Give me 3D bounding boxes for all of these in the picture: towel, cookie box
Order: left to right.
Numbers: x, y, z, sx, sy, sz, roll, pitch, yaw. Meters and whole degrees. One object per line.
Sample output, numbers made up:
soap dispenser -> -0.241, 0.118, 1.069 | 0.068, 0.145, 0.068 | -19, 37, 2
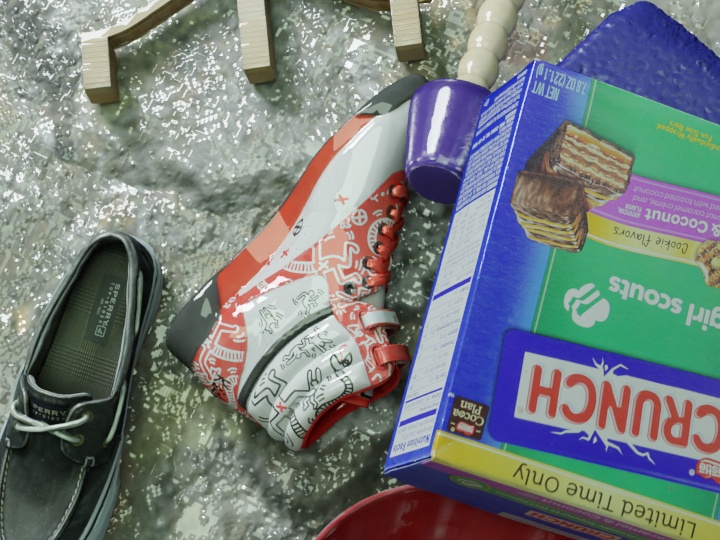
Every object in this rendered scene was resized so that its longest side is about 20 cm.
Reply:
cookie box -> 0.123, 0.025, 0.898 | 0.171, 0.075, 0.201 | 19, 74, -11
towel -> 0.169, -0.034, 1.003 | 0.148, 0.050, 0.200 | -41, 75, -11

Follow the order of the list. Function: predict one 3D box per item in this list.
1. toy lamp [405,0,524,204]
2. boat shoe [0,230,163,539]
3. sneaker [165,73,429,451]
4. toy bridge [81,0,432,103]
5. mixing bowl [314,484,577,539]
toy lamp -> 0.070, -0.122, 0.997 | 0.058, 0.058, 0.200 | 17, 59, 11
boat shoe -> -0.160, 0.071, 1.003 | 0.072, 0.071, 0.201 | 11, 79, 9
sneaker -> 0.000, 0.001, 1.003 | 0.108, 0.067, 0.201 | 41, 88, 13
toy bridge -> -0.059, -0.140, 1.063 | 0.199, 0.027, 0.067 | -8, 75, 5
mixing bowl -> 0.047, 0.211, 0.884 | 0.200, 0.109, 0.200 | 11, 47, -12
